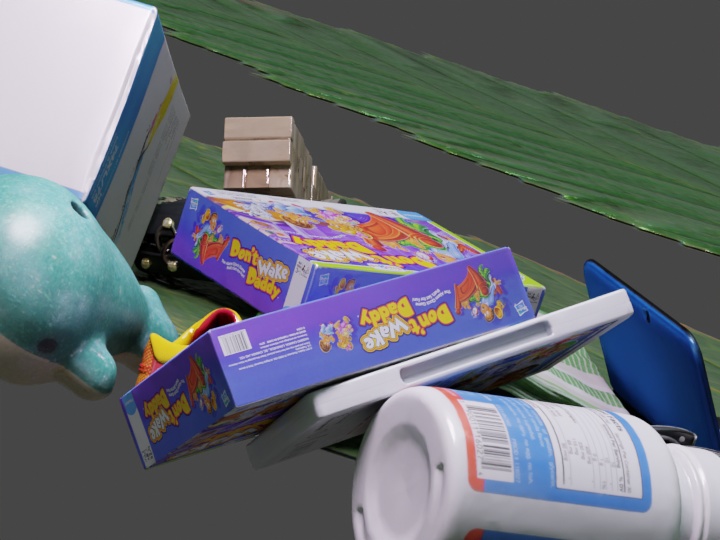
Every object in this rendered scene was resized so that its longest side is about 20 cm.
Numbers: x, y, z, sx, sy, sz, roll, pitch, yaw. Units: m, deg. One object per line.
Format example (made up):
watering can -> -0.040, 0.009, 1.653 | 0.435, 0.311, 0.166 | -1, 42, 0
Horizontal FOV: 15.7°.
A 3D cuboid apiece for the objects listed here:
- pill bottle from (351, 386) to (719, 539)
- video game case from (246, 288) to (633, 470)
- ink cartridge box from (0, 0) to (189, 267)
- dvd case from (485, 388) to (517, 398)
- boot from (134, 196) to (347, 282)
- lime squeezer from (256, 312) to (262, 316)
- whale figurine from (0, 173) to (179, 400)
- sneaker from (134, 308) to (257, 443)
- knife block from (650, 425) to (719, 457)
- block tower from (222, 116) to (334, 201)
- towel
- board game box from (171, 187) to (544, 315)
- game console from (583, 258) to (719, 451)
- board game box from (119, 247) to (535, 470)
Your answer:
pill bottle -> 0.104, 0.129, 1.427 | 0.199, 0.113, 0.112 | 10, 13, -29
video game case -> 0.043, 0.063, 1.493 | 0.199, 0.018, 0.143 | -17, -10, -21
ink cartridge box -> -0.217, -0.100, 1.806 | 0.146, 0.147, 0.200 | 17, -15, 8
dvd case -> 0.060, 0.087, 1.776 | 0.199, 0.025, 0.150 | 14, 11, -11
boot -> -0.099, -0.012, 1.881 | 0.152, 0.074, 0.204 | 2, 11, 14
lime squeezer -> 0.011, 0.034, 1.928 | 0.199, 0.038, 0.071 | 12, 12, -21
whale figurine -> -0.176, 0.008, 1.604 | 0.199, 0.104, 0.160 | 21, 29, -45
sneaker -> -0.070, 0.061, 1.597 | 0.073, 0.078, 0.200 | 18, 10, 20
knife block -> 0.122, 0.123, 1.520 | 0.174, 0.065, 0.200 | 9, 7, 28
block tower -> -0.062, -0.060, 2.023 | 0.057, 0.054, 0.200 | 0, -17, 11
towel -> 0.120, 0.057, 1.801 | 0.152, 0.023, 0.200 | 28, 12, -23
board game box -> 0.000, 0.000, 1.657 | 0.199, 0.045, 0.134 | 5, 18, -43
game console -> 0.247, 0.085, 1.803 | 0.169, 0.119, 0.200 | 11, 13, -20
board game box -> -0.019, 0.049, 1.473 | 0.199, 0.045, 0.134 | -16, -10, -30
